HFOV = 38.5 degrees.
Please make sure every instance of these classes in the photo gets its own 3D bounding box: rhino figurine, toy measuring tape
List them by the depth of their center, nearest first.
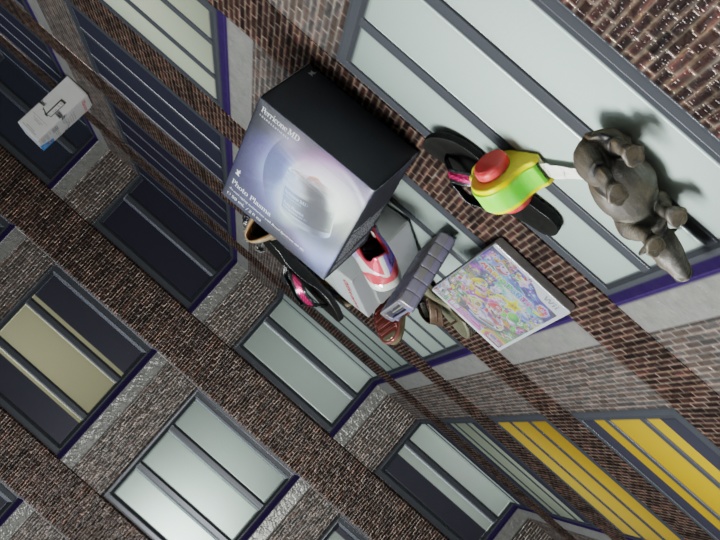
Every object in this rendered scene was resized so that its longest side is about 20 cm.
[{"bbox_3d":[0.262,-0.055,0.958,0.200,0.060,0.088,47,-173,-33],"label":"rhino figurine"},{"bbox_3d":[0.175,-0.089,1.109,0.074,0.074,0.200,47,168,-28],"label":"toy measuring tape"}]

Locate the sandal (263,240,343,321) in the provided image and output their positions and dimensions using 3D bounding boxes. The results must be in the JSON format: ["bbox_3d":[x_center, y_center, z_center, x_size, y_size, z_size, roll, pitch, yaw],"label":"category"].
[{"bbox_3d":[-0.108,0.019,1.764,0.200,0.045,0.075,47,165,-13],"label":"sandal"}]

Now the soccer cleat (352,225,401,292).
[{"bbox_3d":[0.003,-0.052,1.596,0.073,0.068,0.200,74,168,-45],"label":"soccer cleat"}]

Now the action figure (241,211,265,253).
[{"bbox_3d":[-0.228,-0.096,2.419,0.200,0.102,0.119,33,178,29],"label":"action figure"}]

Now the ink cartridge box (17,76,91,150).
[{"bbox_3d":[-0.899,-0.462,3.042,0.084,0.200,0.146,44,169,-3],"label":"ink cartridge box"}]

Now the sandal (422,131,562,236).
[{"bbox_3d":[0.149,-0.098,1.230,0.200,0.045,0.075,38,169,15],"label":"sandal"}]

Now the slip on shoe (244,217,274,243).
[{"bbox_3d":[-0.121,-0.094,1.616,0.200,0.061,0.076,-24,96,54],"label":"slip on shoe"}]

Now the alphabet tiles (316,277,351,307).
[{"bbox_3d":[0.000,0.000,1.853,0.200,0.166,0.006,31,140,43],"label":"alphabet tiles"}]

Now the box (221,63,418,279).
[{"bbox_3d":[-0.061,-0.134,1.412,0.200,0.123,0.199,39,137,8],"label":"box"}]

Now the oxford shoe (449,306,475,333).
[{"bbox_3d":[0.175,0.049,1.657,0.084,0.073,0.200,42,169,6],"label":"oxford shoe"}]

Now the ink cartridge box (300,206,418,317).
[{"bbox_3d":[-0.023,-0.051,1.743,0.200,0.145,0.145,38,167,26],"label":"ink cartridge box"}]

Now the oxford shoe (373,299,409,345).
[{"bbox_3d":[0.072,0.067,1.918,0.075,0.070,0.200,39,-145,-30],"label":"oxford shoe"}]

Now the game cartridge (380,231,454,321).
[{"bbox_3d":[0.090,0.012,1.610,0.038,0.130,0.200,37,170,-1],"label":"game cartridge"}]

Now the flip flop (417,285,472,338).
[{"bbox_3d":[0.128,0.064,1.899,0.200,0.058,0.081,41,171,-25],"label":"flip flop"}]

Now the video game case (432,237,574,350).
[{"bbox_3d":[0.202,0.039,1.494,0.143,0.018,0.200,42,150,-4],"label":"video game case"}]
